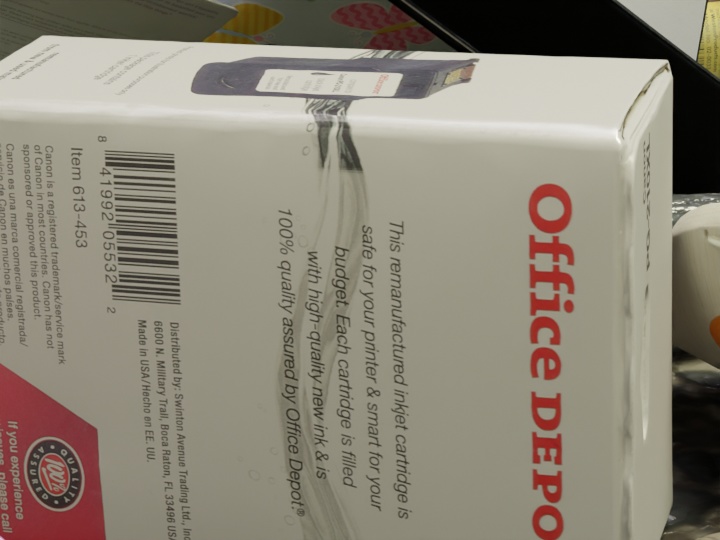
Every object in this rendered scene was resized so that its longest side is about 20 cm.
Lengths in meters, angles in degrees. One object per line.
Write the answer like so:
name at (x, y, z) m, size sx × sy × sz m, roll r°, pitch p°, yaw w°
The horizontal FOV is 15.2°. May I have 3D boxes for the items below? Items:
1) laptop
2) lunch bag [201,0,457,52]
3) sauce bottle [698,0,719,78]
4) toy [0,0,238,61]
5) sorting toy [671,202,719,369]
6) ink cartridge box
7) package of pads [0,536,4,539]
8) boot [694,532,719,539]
laptop at (0.082, -0.120, 0.979) m, size 0.116 × 0.187 × 0.201 m, roll -37°, pitch 26°, yaw 41°
lunch bag at (-0.007, -0.117, 1.114) m, size 0.200 × 0.128 × 0.169 m, roll -15°, pitch -15°, yaw -48°
sauce bottle at (0.214, -0.112, 1.254) m, size 0.199 × 0.066 × 0.066 m, roll -4°, pitch 19°, yaw -11°
toy at (-0.156, -0.087, 1.053) m, size 0.115 × 0.047 × 0.200 m, roll 12°, pitch -32°, yaw -42°
sorting toy at (0.163, 0.007, 0.871) m, size 0.199 × 0.107 × 0.180 m, roll -12°, pitch 14°, yaw -28°
ink cartridge box at (-0.011, 0.014, 0.779) m, size 0.199 × 0.146 × 0.084 m, roll 4°, pitch 19°, yaw 16°
package of pads at (-0.180, 0.081, 0.711) m, size 0.120 × 0.076 × 0.200 m, roll -11°, pitch 21°, yaw -29°
boot at (0.047, 0.111, 0.600) m, size 0.150 × 0.074 × 0.200 m, roll -4°, pitch 15°, yaw -8°
